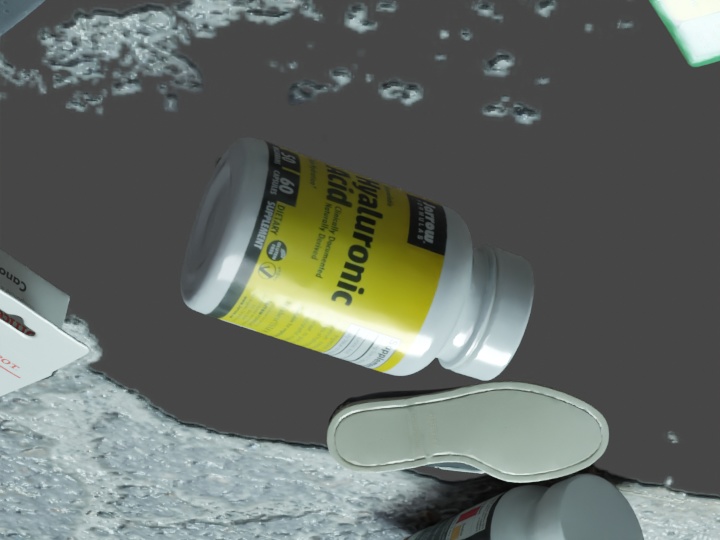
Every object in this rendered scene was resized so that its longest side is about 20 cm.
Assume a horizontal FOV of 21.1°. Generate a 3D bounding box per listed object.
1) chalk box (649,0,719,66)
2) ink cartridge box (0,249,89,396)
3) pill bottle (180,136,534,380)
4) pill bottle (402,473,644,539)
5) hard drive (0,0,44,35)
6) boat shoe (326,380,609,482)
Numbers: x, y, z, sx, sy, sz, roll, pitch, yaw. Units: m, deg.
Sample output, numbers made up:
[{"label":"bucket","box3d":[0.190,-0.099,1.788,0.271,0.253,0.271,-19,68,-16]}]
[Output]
[{"label":"chalk box","box3d":[0.175,-0.177,0.837,0.124,0.200,0.124,-14,139,26]},{"label":"ink cartridge box","box3d":[-0.282,0.033,1.315,0.200,0.068,0.116,-21,136,35]},{"label":"pill bottle","box3d":[0.000,0.000,1.186,0.200,0.112,0.111,19,143,-17]},{"label":"pill bottle","box3d":[0.113,0.232,1.481,0.116,0.117,0.200,30,138,-29]},{"label":"hard drive","box3d":[-0.266,-0.164,1.062,0.200,0.042,0.135,-25,134,36]},{"label":"boat shoe","box3d":[0.076,0.111,1.389,0.199,0.073,0.063,-1,-173,2]}]
